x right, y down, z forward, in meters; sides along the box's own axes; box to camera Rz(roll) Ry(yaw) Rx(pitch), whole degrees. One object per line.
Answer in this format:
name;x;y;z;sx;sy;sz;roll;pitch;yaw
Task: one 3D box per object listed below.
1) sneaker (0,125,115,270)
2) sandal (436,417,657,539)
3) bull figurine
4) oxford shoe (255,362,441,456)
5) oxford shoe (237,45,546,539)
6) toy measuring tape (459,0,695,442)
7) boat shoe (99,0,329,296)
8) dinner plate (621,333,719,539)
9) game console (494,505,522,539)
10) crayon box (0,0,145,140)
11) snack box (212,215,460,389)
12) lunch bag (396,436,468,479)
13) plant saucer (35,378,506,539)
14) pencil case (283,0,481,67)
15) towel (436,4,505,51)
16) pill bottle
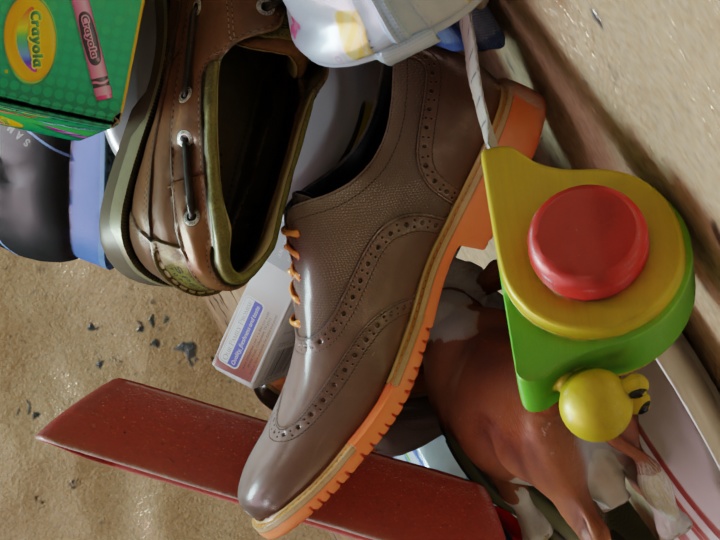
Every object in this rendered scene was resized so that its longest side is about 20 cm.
sneaker;-0.136;-0.096;1.171;0.070;0.078;0.200;-54;-29;-65
sandal;0.103;0.091;1.253;0.201;0.057;0.080;47;-150;-16
bull figurine;0.071;0.061;1.126;0.121;0.065;0.200;57;177;-14
oxford shoe;0.008;0.059;1.293;0.071;0.073;0.200;37;-160;26
oxford shoe;-0.006;0.006;1.055;0.073;0.200;0.071;27;180;-14
toy measuring tape;0.078;-0.031;0.976;0.074;0.074;0.200;72;-172;-61
boat shoe;-0.039;-0.088;1.041;0.068;0.072;0.200;7;86;50
dinner plate;0.118;0.052;1.105;0.200;0.024;0.200;60;173;12
game console;0.111;0.236;1.312;0.200;0.119;0.172;44;-179;-25
crayon box;-0.107;-0.154;1.050;0.119;0.058;0.200;-176;98;-79
snack box;0.000;0.000;1.176;0.024;0.072;0.200;29;-163;16
lunch bag;0.038;0.068;1.502;0.200;0.082;0.161;56;173;31
plant saucer;-0.027;0.089;1.181;0.200;0.037;0.200;17;174;4
pencil case;-0.022;-0.169;0.947;0.200;0.083;0.091;64;173;-30
towel;-0.010;-0.175;1.092;0.200;0.024;0.147;59;171;-10
pill bottle;-0.035;-0.076;1.198;0.111;0.111;0.200;59;-169;6
